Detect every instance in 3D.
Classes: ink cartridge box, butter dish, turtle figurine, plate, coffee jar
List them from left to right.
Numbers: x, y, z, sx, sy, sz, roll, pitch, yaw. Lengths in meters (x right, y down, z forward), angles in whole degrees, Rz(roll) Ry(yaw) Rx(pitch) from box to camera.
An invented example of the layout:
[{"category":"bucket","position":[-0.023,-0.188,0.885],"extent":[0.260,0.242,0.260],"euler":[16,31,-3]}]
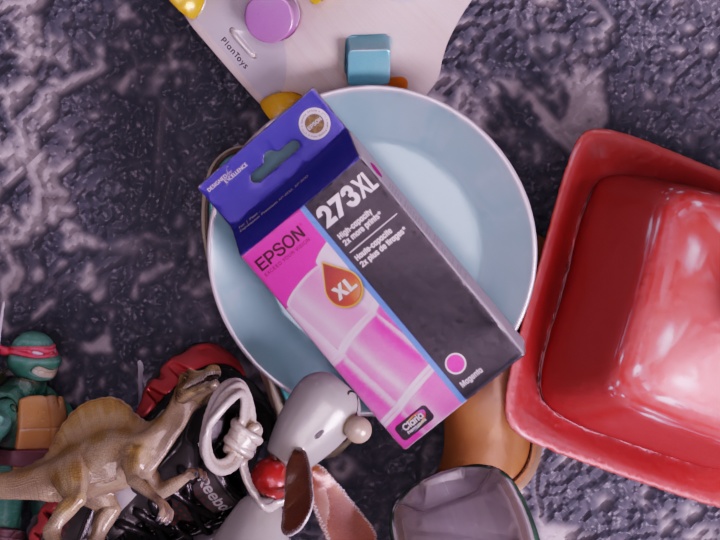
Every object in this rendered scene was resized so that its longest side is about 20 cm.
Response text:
[{"category":"turtle figurine","position":[-0.197,0.114,1.378],"extent":[0.149,0.100,0.202],"euler":[-2,98,-36]},{"category":"ink cartridge box","position":[0.000,0.000,1.304],"extent":[0.094,0.037,0.200],"euler":[-39,95,11]},{"category":"plate","position":[0.007,-0.012,1.331],"extent":[0.198,0.026,0.202],"euler":[0,101,2]},{"category":"coffee jar","position":[0.080,0.213,1.332],"extent":[0.085,0.201,0.105],"euler":[-19,49,0]},{"category":"butter dish","position":[0.211,0.031,1.319],"extent":[0.198,0.148,0.202],"euler":[19,82,-20]}]

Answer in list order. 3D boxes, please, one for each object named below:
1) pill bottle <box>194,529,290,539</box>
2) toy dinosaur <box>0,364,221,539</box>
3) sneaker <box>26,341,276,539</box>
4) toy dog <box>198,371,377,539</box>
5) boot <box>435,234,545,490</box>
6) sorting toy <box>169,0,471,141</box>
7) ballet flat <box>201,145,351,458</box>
[{"category":"pill bottle","position":[-0.052,0.250,1.377],"extent":[0.114,0.114,0.201],"euler":[-28,93,2]},{"category":"toy dinosaur","position":[-0.160,0.123,1.281],"extent":[0.198,0.058,0.102],"euler":[-21,59,6]},{"category":"sneaker","position":[-0.124,0.136,1.322],"extent":[0.201,0.098,0.071],"euler":[-50,131,-13]},{"category":"toy dog","position":[-0.042,0.164,1.265],"extent":[0.096,0.132,0.202],"euler":[22,99,28]},{"category":"boot","position":[0.061,0.059,1.377],"extent":[0.155,0.077,0.200],"euler":[44,88,-8]},{"category":"sorting toy","position":[-0.011,-0.191,1.323],"extent":[0.180,0.107,0.200],"euler":[-40,93,28]},{"category":"ballet flat","position":[-0.053,0.022,1.387],"extent":[0.069,0.069,0.202],"euler":[-16,89,1]}]
